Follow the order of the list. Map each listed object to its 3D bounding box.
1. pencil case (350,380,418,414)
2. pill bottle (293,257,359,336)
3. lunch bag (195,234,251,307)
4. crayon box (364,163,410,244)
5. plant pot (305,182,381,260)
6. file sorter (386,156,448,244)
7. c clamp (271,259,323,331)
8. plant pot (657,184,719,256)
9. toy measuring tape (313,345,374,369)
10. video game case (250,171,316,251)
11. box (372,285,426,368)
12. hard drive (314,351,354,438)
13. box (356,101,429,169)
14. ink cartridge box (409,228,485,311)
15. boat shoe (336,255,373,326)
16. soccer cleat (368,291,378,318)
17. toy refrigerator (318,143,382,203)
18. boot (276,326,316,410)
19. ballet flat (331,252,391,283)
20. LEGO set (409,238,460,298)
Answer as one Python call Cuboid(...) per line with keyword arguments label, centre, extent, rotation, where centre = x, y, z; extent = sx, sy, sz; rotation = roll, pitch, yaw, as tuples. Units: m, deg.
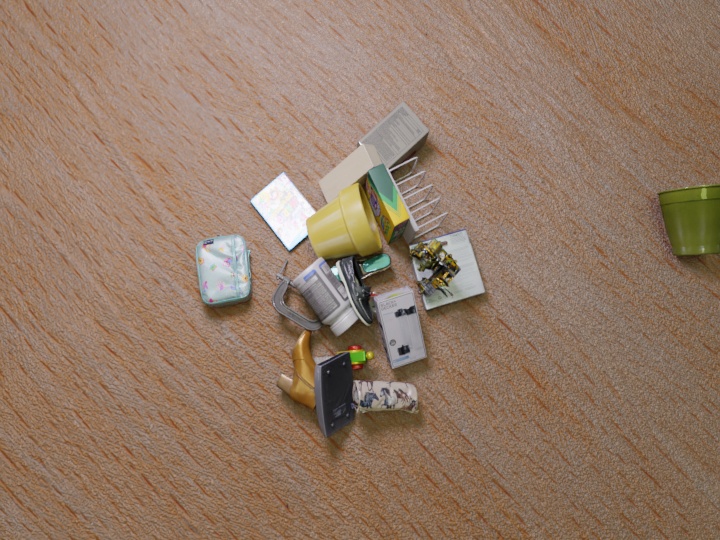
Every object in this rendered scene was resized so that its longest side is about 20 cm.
Cuboid(label="pencil case", centre=(0.071, 0.359, 1.480), extent=(0.192, 0.078, 0.093), rotation=(6, 66, -15))
Cuboid(label="pill bottle", centre=(-0.093, 0.078, 1.498), extent=(0.113, 0.114, 0.202), rotation=(-37, 92, -9))
Cuboid(label="lunch bag", centre=(-0.396, -0.003, 1.548), extent=(0.154, 0.077, 0.208), rotation=(-9, 80, -4))
Cuboid(label="crayon box", centre=(0.073, -0.189, 1.542), extent=(0.057, 0.200, 0.178), rotation=(-23, 80, -7))
Cuboid(label="plant pot", centre=(-0.054, -0.125, 1.538), extent=(0.183, 0.200, 0.208), rotation=(-19, 80, 10))
Cuboid(label="file sorter", centre=(0.158, -0.213, 1.583), extent=(0.121, 0.139, 0.205), rotation=(-26, 81, -10))
Cuboid(label="c clamp", centre=(-0.174, 0.077, 1.541), extent=(0.197, 0.027, 0.173), rotation=(36, 47, -5))
Cuboid(label="plant pot", centre=(1.012, -0.146, 1.594), extent=(0.192, 0.200, 0.202), rotation=(-3, 91, -3))
Cuboid(label="toy measuring tape", centre=(-0.048, 0.258, 1.533), extent=(0.193, 0.073, 0.077), rotation=(-10, 78, 19))
Cuboid(label="video game case", centre=(-0.227, -0.182, 1.620), extent=(0.142, 0.018, 0.201), rotation=(-39, 84, -10))
Cuboid(label="box", centre=(0.113, 0.162, 1.510), extent=(0.112, 0.060, 0.208), rotation=(-14, 103, -7))
Cuboid(label="hard drive", centre=(-0.073, 0.339, 1.457), extent=(0.041, 0.133, 0.209), rotation=(6, 106, 39))
Cuboid(label="box", centre=(0.097, -0.392, 1.628), extent=(0.199, 0.109, 0.129), rotation=(-41, 83, -9))
Cuboid(label="ink cartridge box", centre=(0.258, -0.002, 1.595), extent=(0.192, 0.041, 0.208), rotation=(-14, 80, -4))
Cuboid(label="boat shoe", centre=(0.000, 0.052, 1.487), extent=(0.065, 0.074, 0.205), rotation=(-29, 73, 18))
Cuboid(label="soccer cleat", centre=(0.048, 0.109, 1.554), extent=(0.191, 0.069, 0.089), rotation=(6, 79, -5))
Cuboid(label="toy refrigerator", centre=(-0.028, -0.285, 1.570), extent=(0.198, 0.069, 0.078), rotation=(-34, 78, 33))
Cuboid(label="boot", centre=(-0.138, 0.278, 1.501), extent=(0.140, 0.071, 0.207), rotation=(24, 77, 9))
Cuboid(label="ballet flat", centre=(0.000, 0.000, 1.572), extent=(0.192, 0.065, 0.073), rotation=(-11, 78, -2))
Cuboid(label="LEGO set", centre=(0.190, 0.001, 1.487), extent=(0.116, 0.199, 0.154), rotation=(-44, 103, -7))
